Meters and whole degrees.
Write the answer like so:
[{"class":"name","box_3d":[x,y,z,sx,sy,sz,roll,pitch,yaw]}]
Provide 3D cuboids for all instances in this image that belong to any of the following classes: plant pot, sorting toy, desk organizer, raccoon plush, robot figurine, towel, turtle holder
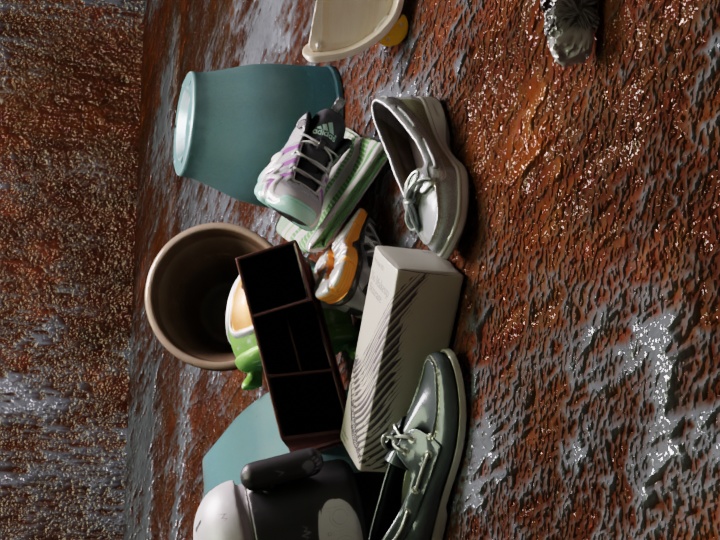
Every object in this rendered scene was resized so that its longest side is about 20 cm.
[{"class":"plant pot","box_3d":[-0.190,0.048,1.795,0.175,0.199,0.202,96,176,-79]},{"class":"plant pot","box_3d":[-0.139,-0.176,1.662,0.200,0.187,0.201,-174,90,-72]},{"class":"sorting toy","box_3d":[-0.002,-0.341,1.442,0.180,0.106,0.201,-109,29,-68]},{"class":"desk organizer","box_3d":[-0.066,0.078,1.299,0.077,0.071,0.201,72,-178,-69]},{"class":"raccoon plush","box_3d":[0.123,-0.246,1.017,0.134,0.096,0.201,146,128,-78]},{"class":"robot figurine","box_3d":[-0.061,0.250,1.246,0.125,0.199,0.151,132,128,-80]},{"class":"towel","box_3d":[-0.036,-0.093,1.479,0.153,0.023,0.200,-57,19,0]},{"class":"plant pot","box_3d":[-0.072,0.218,1.411,0.200,0.141,0.142,122,149,-41]},{"class":"turtle holder","box_3d":[-0.066,0.050,1.440,0.141,0.185,0.132,-30,74,50]}]

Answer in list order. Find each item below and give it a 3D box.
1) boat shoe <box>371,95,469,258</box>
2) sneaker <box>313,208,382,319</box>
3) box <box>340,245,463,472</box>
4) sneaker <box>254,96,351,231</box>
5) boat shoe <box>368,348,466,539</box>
[{"class":"boat shoe","box_3d":[0.055,-0.092,1.215,0.075,0.064,0.203,113,155,-45]},{"class":"sneaker","box_3d":[0.000,0.000,1.355,0.078,0.077,0.200,-53,10,22]},{"class":"box","box_3d":[0.037,0.084,1.212,0.082,0.068,0.201,-133,50,-67]},{"class":"sneaker","box_3d":[-0.053,-0.128,1.421,0.140,0.078,0.200,-55,18,8]},{"class":"boat shoe","box_3d":[0.049,0.168,1.156,0.073,0.061,0.201,-143,60,-70]}]
